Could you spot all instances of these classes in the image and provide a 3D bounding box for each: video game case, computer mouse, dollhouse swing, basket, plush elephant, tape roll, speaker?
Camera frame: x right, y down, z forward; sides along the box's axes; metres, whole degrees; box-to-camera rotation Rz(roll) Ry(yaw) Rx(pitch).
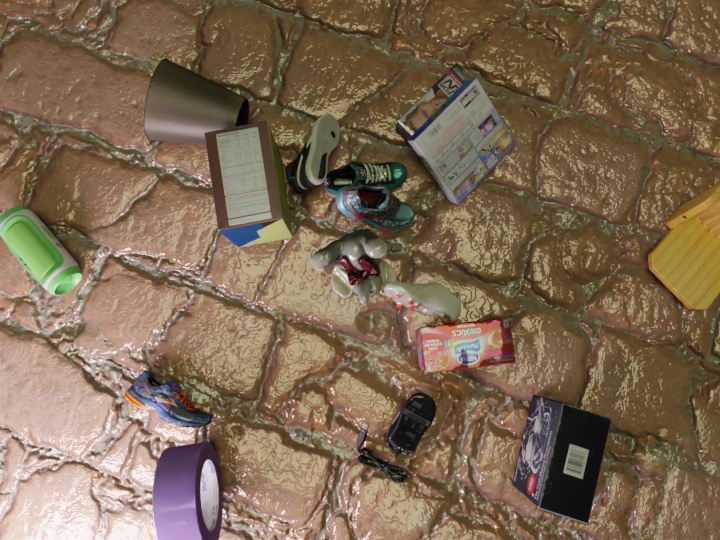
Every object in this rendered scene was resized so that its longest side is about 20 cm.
[{"bbox_3d":[0.229,-0.287,1.261,0.200,0.045,0.182,-44,113,-6],"label":"video game case"},{"bbox_3d":[0.072,0.343,1.222,0.138,0.046,0.204,22,95,-2],"label":"computer mouse"},{"bbox_3d":[0.769,-0.043,1.219,0.200,0.182,0.175,46,64,4],"label":"dollhouse swing"},{"bbox_3d":[-0.359,-0.357,1.262,0.195,0.136,0.185,14,87,-2],"label":"basket"},{"bbox_3d":[0.000,0.000,1.215,0.161,0.200,0.159,-13,106,11],"label":"plush elephant"},{"bbox_3d":[-0.340,0.453,1.125,0.083,0.200,0.206,-8,83,-2],"label":"tape roll"},{"bbox_3d":[-0.706,-0.043,1.241,0.088,0.088,0.200,-42,85,-5],"label":"speaker"}]

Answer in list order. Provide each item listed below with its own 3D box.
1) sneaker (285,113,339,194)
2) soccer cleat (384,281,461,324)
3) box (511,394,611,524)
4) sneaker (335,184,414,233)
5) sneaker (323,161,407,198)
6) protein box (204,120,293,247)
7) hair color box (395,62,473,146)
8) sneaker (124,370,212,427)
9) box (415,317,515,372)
[{"bbox_3d":[-0.118,-0.266,1.281,0.073,0.110,0.204,40,49,-33],"label":"sneaker"},{"bbox_3d":[0.137,0.054,1.227,0.197,0.069,0.079,22,70,-25],"label":"soccer cleat"},{"bbox_3d":[0.403,0.375,1.150,0.102,0.182,0.205,16,82,2],"label":"box"},{"bbox_3d":[0.047,-0.136,1.227,0.196,0.095,0.082,11,76,-30],"label":"sneaker"},{"bbox_3d":[0.013,-0.208,1.268,0.195,0.080,0.073,-12,83,-2],"label":"sneaker"},{"bbox_3d":[-0.232,-0.176,1.203,0.131,0.199,0.206,-10,83,-2],"label":"protein box"},{"bbox_3d":[0.184,-0.366,1.300,0.100,0.061,0.200,45,85,5],"label":"hair color box"},{"bbox_3d":[-0.407,0.279,1.211,0.196,0.075,0.080,24,80,1],"label":"sneaker"},{"bbox_3d":[0.222,0.162,1.215,0.194,0.100,0.098,-6,83,-2],"label":"box"}]
